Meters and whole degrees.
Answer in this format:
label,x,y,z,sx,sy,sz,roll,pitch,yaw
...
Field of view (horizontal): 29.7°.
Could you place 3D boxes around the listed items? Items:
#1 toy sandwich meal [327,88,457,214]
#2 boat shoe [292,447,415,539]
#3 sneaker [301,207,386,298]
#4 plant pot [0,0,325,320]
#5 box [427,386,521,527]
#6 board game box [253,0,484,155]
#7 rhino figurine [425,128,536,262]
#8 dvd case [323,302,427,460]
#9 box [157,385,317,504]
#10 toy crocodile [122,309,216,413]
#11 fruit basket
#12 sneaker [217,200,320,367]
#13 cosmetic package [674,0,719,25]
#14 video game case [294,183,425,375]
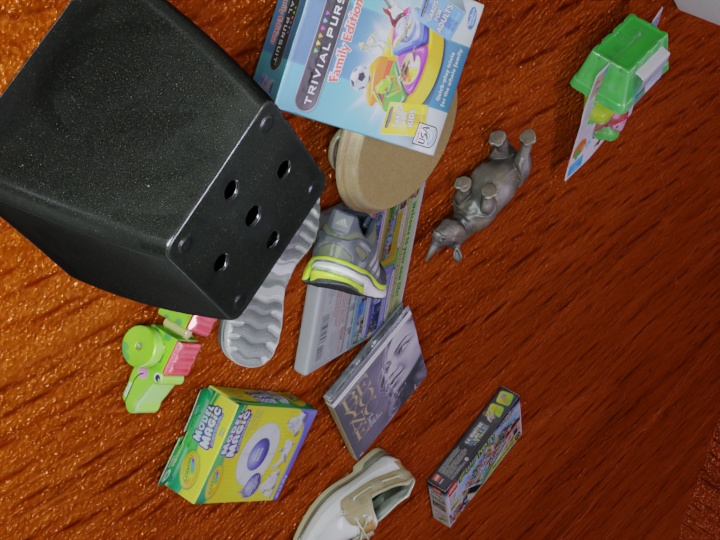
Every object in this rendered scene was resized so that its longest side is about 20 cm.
label,x,y,z,sx,sy,sz,roll,pitch,yaw
toy sandwich meal,0.028,-0.155,1.387,0.205,0.070,0.206,-37,143,-34
boat shoe,-0.008,0.308,1.733,0.200,0.068,0.075,-43,147,-33
sneaker,-0.005,-0.018,1.361,0.200,0.073,0.082,7,97,-84
plant pot,-0.145,-0.077,1.032,0.201,0.177,0.200,-57,153,-12
box,0.176,0.283,2.067,0.200,0.035,0.110,-48,149,-26
board game box,0.008,-0.202,1.241,0.199,0.047,0.152,11,101,-41
rhino figurine,0.142,-0.084,1.649,0.200,0.060,0.088,-51,162,-15
dvd case,0.023,0.140,1.667,0.149,0.016,0.200,-49,155,-16
box,-0.130,0.185,1.437,0.200,0.048,0.118,15,100,-61
toy crocodile,-0.159,0.042,1.238,0.067,0.061,0.201,18,99,-62
fruit basket,0.350,-0.235,1.841,0.185,0.093,0.201,-43,150,-33
sneaker,-0.101,-0.009,1.303,0.074,0.082,0.202,23,80,-24
cosmetic package,0.544,-0.455,1.896,0.201,0.167,0.166,-62,153,1
video game case,0.000,0.000,1.521,0.182,0.022,0.201,-28,137,-48
